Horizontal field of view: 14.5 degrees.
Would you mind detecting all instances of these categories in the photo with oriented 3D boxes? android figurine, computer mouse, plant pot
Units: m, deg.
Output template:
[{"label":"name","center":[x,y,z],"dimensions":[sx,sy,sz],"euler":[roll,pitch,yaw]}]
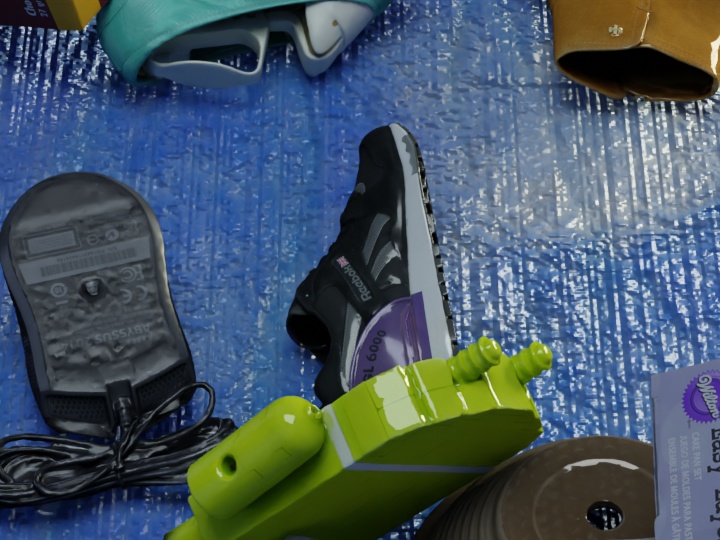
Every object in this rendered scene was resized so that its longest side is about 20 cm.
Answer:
[{"label":"android figurine","center":[0.003,0.089,1.321],"dimensions":[0.182,0.200,0.041],"euler":[6,54,-53]},{"label":"computer mouse","center":[-0.141,0.040,1.481],"dimensions":[0.138,0.053,0.201],"euler":[-9,57,-5]},{"label":"plant pot","center":[0.113,0.144,1.336],"dimensions":[0.200,0.093,0.201],"euler":[-2,45,2]}]

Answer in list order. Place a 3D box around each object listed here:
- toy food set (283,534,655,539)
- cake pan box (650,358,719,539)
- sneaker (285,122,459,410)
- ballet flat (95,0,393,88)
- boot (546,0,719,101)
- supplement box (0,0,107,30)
[{"label":"toy food set","center":[0.044,0.184,1.245],"dimensions":[0.199,0.060,0.144],"euler":[-4,70,30]},{"label":"cake pan box","center":[0.185,0.158,1.234],"dimensions":[0.052,0.184,0.201],"euler":[-15,53,22]},{"label":"sneaker","center":[0.000,0.000,1.496],"dimensions":[0.087,0.076,0.200],"euler":[-10,46,1]},{"label":"ballet flat","center":[-0.053,-0.142,1.651],"dimensions":[0.199,0.067,0.071],"euler":[-11,71,-8]},{"label":"boot","center":[0.124,-0.169,1.652],"dimensions":[0.200,0.071,0.144],"euler":[13,45,8]},{"label":"supplement box","center":[-0.211,-0.257,1.675],"dimensions":[0.197,0.133,0.200],"euler":[6,44,33]}]
